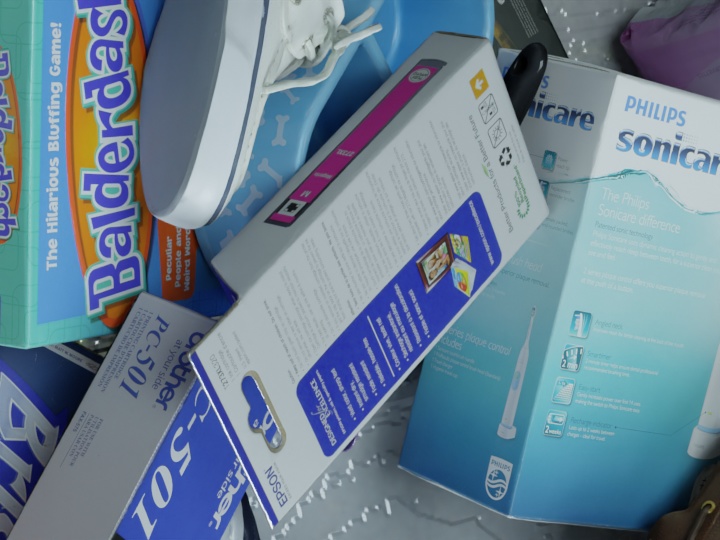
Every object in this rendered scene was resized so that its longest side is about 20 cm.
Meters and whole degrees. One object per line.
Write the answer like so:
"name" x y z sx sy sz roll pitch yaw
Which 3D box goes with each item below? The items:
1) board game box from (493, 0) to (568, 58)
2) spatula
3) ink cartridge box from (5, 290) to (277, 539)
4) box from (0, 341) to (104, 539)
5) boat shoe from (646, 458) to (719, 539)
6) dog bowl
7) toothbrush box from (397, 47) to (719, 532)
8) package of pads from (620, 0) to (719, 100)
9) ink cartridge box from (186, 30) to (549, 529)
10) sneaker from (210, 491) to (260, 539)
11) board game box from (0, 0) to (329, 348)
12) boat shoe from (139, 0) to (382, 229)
"board game box" 0.051 -0.062 1.074 0.135 0.028 0.201 -33 102 -27
"spatula" 0.030 -0.015 1.001 0.020 0.057 0.201 26 102 -33
"ink cartridge box" -0.102 0.118 0.889 0.201 0.044 0.094 -63 156 -14
"box" -0.174 0.116 0.916 0.070 0.064 0.201 30 73 -24
"boat shoe" 0.158 0.144 1.007 0.201 0.067 0.072 -53 138 -13
"dog bowl" -0.001 -0.075 0.965 0.201 0.049 0.112 -62 141 -30
"toothbrush box" 0.116 0.012 1.034 0.146 0.085 0.202 9 97 -39
"package of pads" 0.230 -0.065 1.121 0.076 0.120 0.201 -42 106 -38
"ink cartridge box" 0.000 0.000 0.903 0.200 0.037 0.095 -49 132 -31
"sneaker" -0.030 0.183 0.986 0.108 0.070 0.202 -4 94 -25
"board game box" -0.085 -0.055 0.928 0.199 0.045 0.154 -10 104 -55
"boat shoe" -0.029 -0.109 0.883 0.085 0.074 0.204 16 73 -27
